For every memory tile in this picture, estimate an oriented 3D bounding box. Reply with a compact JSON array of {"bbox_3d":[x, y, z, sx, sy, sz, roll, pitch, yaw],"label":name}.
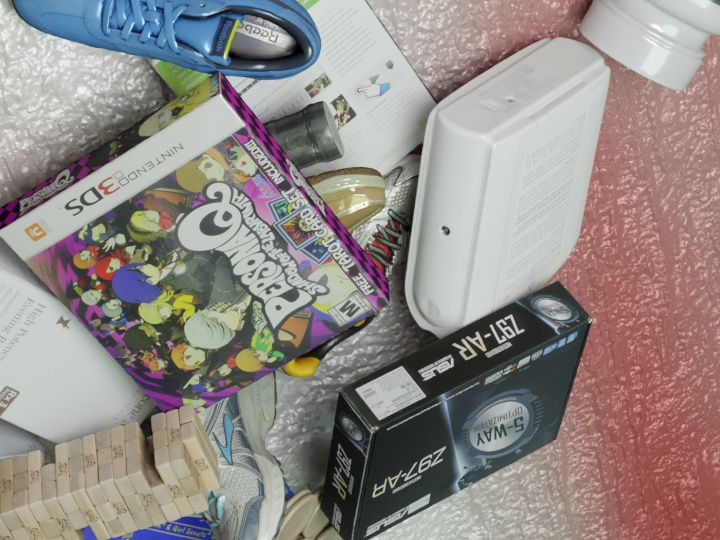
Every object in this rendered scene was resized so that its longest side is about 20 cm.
[{"bbox_3d":[-0.047,0.221,1.560,0.154,0.017,0.200,-60,161,16],"label":"memory tile"}]

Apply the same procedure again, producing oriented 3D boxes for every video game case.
[{"bbox_3d":[-0.108,-0.009,1.309,0.181,0.036,0.200,-29,121,16],"label":"video game case"}]

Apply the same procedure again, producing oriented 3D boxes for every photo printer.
[{"bbox_3d":[0.105,-0.053,1.450,0.166,0.069,0.200,-35,143,-41],"label":"photo printer"}]

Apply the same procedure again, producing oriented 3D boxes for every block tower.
[{"bbox_3d":[-0.199,0.154,1.355,0.199,0.054,0.058,-18,128,4],"label":"block tower"}]

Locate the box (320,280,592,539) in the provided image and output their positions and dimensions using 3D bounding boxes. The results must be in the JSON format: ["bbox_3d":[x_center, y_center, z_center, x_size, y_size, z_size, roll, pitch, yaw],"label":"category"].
[{"bbox_3d":[0.069,0.107,1.468,0.200,0.044,0.160,-25,148,-25],"label":"box"}]

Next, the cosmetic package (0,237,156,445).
[{"bbox_3d":[-0.229,0.049,1.375,0.200,0.074,0.102,30,104,-38],"label":"cosmetic package"}]

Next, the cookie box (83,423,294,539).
[{"bbox_3d":[-0.169,0.223,1.520,0.171,0.075,0.200,19,110,-37],"label":"cookie box"}]

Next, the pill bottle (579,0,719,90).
[{"bbox_3d":[0.244,-0.236,1.408,0.119,0.120,0.200,17,111,-35],"label":"pill bottle"}]

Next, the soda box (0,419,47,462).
[{"bbox_3d":[-0.326,0.145,1.392,0.199,0.064,0.068,-3,123,-26],"label":"soda box"}]

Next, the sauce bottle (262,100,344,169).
[{"bbox_3d":[-0.110,-0.064,1.336,0.199,0.065,0.065,-21,130,5],"label":"sauce bottle"}]

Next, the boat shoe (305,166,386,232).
[{"bbox_3d":[-0.064,-0.005,1.380,0.200,0.076,0.072,-25,160,22],"label":"boat shoe"}]

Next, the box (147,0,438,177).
[{"bbox_3d":[-0.042,-0.130,1.381,0.144,0.036,0.200,-38,132,0],"label":"box"}]

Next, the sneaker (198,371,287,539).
[{"bbox_3d":[-0.108,0.143,1.432,0.086,0.200,0.078,12,131,-21],"label":"sneaker"}]

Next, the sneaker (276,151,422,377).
[{"bbox_3d":[0.000,0.000,1.458,0.200,0.082,0.078,-50,129,5],"label":"sneaker"}]

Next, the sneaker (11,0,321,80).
[{"bbox_3d":[-0.121,-0.163,1.261,0.199,0.078,0.066,10,104,-13],"label":"sneaker"}]
